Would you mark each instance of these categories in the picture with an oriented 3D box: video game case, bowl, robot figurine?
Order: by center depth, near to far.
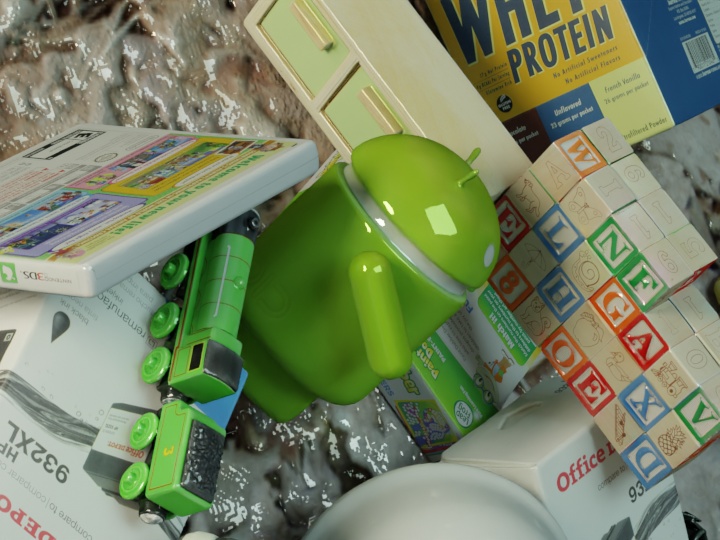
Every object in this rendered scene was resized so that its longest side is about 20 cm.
[{"bbox_3d":[-0.152,-0.036,1.446,0.200,0.182,0.022,-32,119,-47],"label":"video game case"},{"bbox_3d":[0.052,0.223,1.550,0.200,0.090,0.202,-3,101,-13],"label":"bowl"},{"bbox_3d":[0.000,0.000,1.572,0.116,0.200,0.176,45,12,-9],"label":"robot figurine"}]

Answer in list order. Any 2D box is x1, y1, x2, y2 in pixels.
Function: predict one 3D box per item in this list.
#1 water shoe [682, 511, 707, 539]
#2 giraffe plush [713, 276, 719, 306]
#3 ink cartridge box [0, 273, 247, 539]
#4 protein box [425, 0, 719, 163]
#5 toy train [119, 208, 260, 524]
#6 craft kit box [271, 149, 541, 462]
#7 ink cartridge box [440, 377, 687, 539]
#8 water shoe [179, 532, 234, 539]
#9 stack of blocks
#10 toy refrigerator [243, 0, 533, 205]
[{"bbox_3d":[0.203,0.175,1.808,0.072,0.079,0.200,-44,108,-45],"label":"water shoe"},{"bbox_3d":[0.368,0.085,1.976,0.200,0.172,0.162,-79,152,-42],"label":"giraffe plush"},{"bbox_3d":[-0.166,0.100,1.448,0.145,0.084,0.200,45,48,-28],"label":"ink cartridge box"},{"bbox_3d":[0.160,-0.185,1.821,0.198,0.135,0.201,-26,92,-59],"label":"protein box"},{"bbox_3d":[-0.090,0.046,1.444,0.042,0.056,0.201,32,54,-35],"label":"toy train"},{"bbox_3d":[0.052,-0.009,1.746,0.200,0.048,0.198,56,42,-16],"label":"craft kit box"},{"bbox_3d":[0.143,0.187,1.699,0.145,0.084,0.201,-31,112,-46],"label":"ink cartridge box"},{"bbox_3d":[-0.058,0.221,1.455,0.200,0.079,0.072,74,31,-54],"label":"water shoe"},{"bbox_3d":[0.166,0.021,1.626,0.058,0.115,0.200,-25,74,-45],"label":"stack of blocks"},{"bbox_3d":[0.016,-0.111,1.670,0.070,0.076,0.200,-27,76,-40],"label":"toy refrigerator"}]
